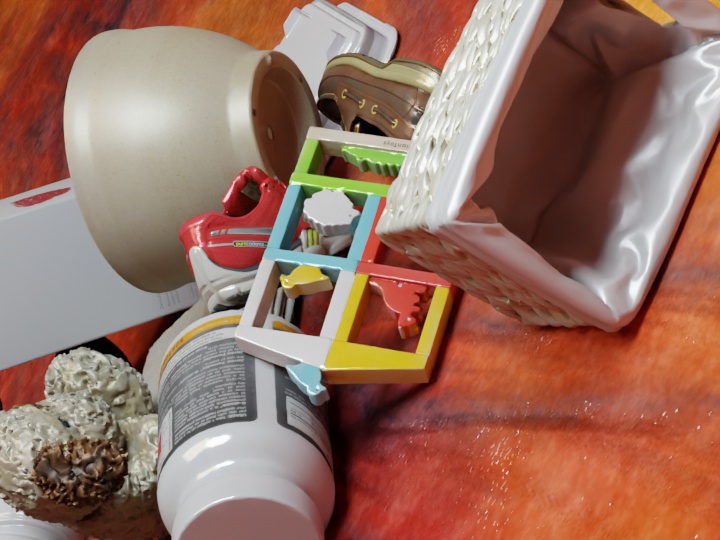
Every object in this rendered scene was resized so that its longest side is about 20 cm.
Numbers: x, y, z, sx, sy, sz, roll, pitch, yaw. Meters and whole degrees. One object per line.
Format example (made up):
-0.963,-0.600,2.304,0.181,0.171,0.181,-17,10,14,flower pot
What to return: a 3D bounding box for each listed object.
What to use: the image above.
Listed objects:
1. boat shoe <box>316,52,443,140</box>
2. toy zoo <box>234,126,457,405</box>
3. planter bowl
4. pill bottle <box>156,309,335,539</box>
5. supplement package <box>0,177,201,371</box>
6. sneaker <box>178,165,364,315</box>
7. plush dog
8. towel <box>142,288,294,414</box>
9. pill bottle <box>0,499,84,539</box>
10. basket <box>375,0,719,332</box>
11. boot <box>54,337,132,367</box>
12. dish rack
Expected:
0.012,-0.112,1.690,0.068,0.072,0.200,-60,24,-8,boat shoe
0.000,0.000,1.524,0.020,0.131,0.200,72,-149,-56,toy zoo
-0.109,-0.091,1.729,0.135,0.200,0.200,-9,46,25,planter bowl
-0.075,0.123,1.517,0.116,0.116,0.200,-50,23,24,pill bottle
-0.239,-0.008,1.904,0.200,0.120,0.121,-19,12,-20,supplement package
-0.052,-0.038,1.632,0.077,0.085,0.200,-27,1,37,sneaker
-0.201,0.139,1.673,0.200,0.172,0.161,15,89,44,plush dog
-0.110,0.060,1.790,0.200,0.034,0.133,-42,26,36,towel
-0.267,0.269,1.756,0.111,0.111,0.200,-40,29,40,pill bottle
0.111,-0.076,1.343,0.123,0.135,0.200,-13,50,64,basket
-0.259,0.158,1.929,0.168,0.076,0.200,-46,31,21,boot
-0.051,-0.145,1.914,0.172,0.044,0.200,-59,20,5,dish rack
